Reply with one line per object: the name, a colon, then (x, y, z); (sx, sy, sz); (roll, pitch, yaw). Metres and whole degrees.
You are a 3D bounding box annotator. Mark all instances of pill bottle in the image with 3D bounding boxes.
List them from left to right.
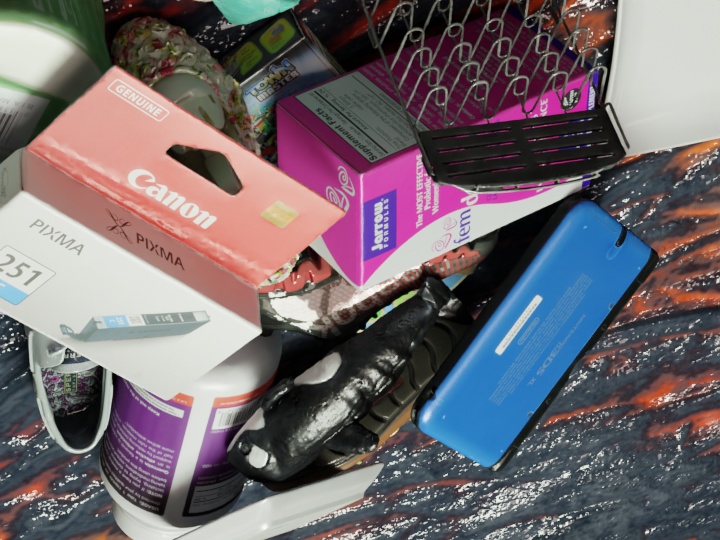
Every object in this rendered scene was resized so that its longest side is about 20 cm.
pill bottle: (-0.129, 0.109, 1.668); (0.112, 0.113, 0.200); (-3, 134, -23)

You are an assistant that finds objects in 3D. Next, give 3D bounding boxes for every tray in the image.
tray: (-0.062, 0.182, 1.685); (0.107, 0.022, 0.200); (-28, 171, 24)

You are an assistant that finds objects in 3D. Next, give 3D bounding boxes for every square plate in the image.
square plate: (0.265, -0.177, 1.631); (0.197, 0.028, 0.200); (-12, 136, -15)

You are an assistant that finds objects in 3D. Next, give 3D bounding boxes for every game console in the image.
game console: (0.109, 0.031, 1.652); (0.200, 0.118, 0.171); (-54, 139, 3)

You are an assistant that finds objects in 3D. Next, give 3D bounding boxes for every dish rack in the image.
dish rack: (0.085, -0.139, 1.462); (0.153, 0.200, 0.055); (-9, 147, -16)

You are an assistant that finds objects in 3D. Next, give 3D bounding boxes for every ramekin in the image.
ramekin: (-0.245, -0.115, 1.400); (0.199, 0.098, 0.200); (-13, 136, -13)

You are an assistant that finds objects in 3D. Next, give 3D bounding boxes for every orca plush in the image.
orca plush: (0.000, 0.095, 1.588); (0.200, 0.071, 0.105); (-35, 161, -1)

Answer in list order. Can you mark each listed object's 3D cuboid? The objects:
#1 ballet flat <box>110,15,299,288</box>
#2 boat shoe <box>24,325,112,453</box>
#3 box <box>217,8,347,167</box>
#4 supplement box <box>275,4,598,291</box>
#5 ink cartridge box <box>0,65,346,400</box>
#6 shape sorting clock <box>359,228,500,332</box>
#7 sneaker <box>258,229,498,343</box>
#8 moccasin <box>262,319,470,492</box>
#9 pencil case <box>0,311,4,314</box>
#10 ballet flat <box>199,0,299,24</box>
ballet flat: (-0.094, -0.075, 1.475); (0.075, 0.064, 0.200); (-32, 108, 0)
boat shoe: (-0.201, 0.046, 1.599); (0.070, 0.072, 0.201); (-11, 133, -14)
box: (-0.096, -0.082, 1.550); (0.200, 0.035, 0.110); (-35, 137, 10)
supplement box: (0.051, -0.084, 1.525); (0.200, 0.103, 0.101); (-24, 136, -25)
ink cartridge box: (-0.135, -0.017, 1.407); (0.176, 0.045, 0.200); (-37, 130, 28)
shape sorting clock: (0.017, -0.027, 1.655); (0.199, 0.039, 0.200); (-13, 137, -13)
sneaker: (0.000, 0.000, 1.595); (0.200, 0.071, 0.098); (-11, 131, -10)
moccasin: (0.002, 0.100, 1.733); (0.201, 0.074, 0.078); (-42, 169, -16)
pencil case: (-0.204, 0.000, 1.498); (0.199, 0.086, 0.084); (5, 169, -14)
ballet flat: (-0.117, -0.209, 1.396); (0.070, 0.068, 0.200); (-29, 138, 26)
